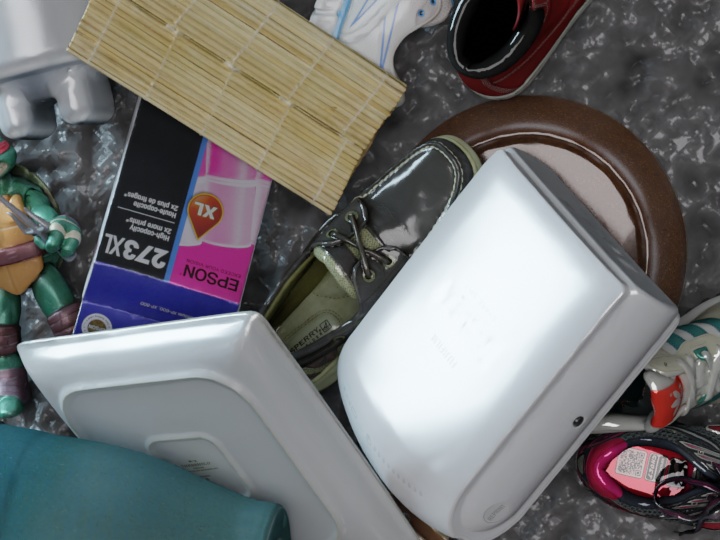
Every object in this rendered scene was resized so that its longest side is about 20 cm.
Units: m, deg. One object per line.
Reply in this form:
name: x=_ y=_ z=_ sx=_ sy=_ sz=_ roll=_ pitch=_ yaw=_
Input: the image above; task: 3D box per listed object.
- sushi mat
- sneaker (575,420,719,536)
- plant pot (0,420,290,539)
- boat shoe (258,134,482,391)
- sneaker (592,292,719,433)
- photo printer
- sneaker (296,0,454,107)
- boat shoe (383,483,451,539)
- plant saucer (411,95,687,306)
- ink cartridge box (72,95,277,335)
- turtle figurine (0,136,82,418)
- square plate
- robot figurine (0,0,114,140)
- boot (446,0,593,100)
sushi mat: x=-0.075 y=-0.125 z=1.588 sx=0.199 sy=0.012 sz=0.096 roll=32 pitch=97 yaw=-15
sneaker: x=0.232 y=0.135 z=1.600 sx=0.199 sy=0.075 sz=0.081 roll=3 pitch=92 yaw=6
plant pot: x=-0.140 y=0.194 z=1.529 sx=0.187 sy=0.200 sz=0.201 roll=4 pitch=92 yaw=7
boat shoe: x=-0.001 y=0.000 z=1.604 sx=0.072 sy=0.066 sz=0.201 roll=49 pitch=113 yaw=21
sneaker: x=0.195 y=0.067 z=1.575 sx=0.199 sy=0.093 sz=0.071 roll=-9 pitch=113 yaw=-5
photo printer: x=0.076 y=0.050 z=1.534 sx=0.200 sy=0.069 sz=0.167 roll=-52 pitch=44 yaw=15
sneaker: x=0.022 y=-0.196 z=1.625 sx=0.086 sy=0.075 sz=0.201 roll=15 pitch=101 yaw=0
boat shoe: x=0.022 y=0.177 z=1.635 sx=0.072 sy=0.076 sz=0.201 roll=-28 pitch=78 yaw=-27
plant saucer: x=0.106 y=-0.010 z=1.632 sx=0.199 sy=0.034 sz=0.202 roll=0 pitch=92 yaw=6
ink cartridge box: x=-0.109 y=-0.034 z=1.605 sx=0.094 sy=0.037 sz=0.201 roll=16 pitch=67 yaw=-7
turtle figurine: x=-0.224 y=-0.012 z=1.636 sx=0.149 sy=0.101 sz=0.201 roll=-9 pitch=107 yaw=32
square plate: x=-0.090 y=0.111 z=1.566 sx=0.199 sy=0.029 sz=0.198 roll=-8 pitch=128 yaw=38
robot figurine: x=-0.210 y=-0.184 z=1.624 sx=0.169 sy=0.113 sz=0.201 roll=-12 pitch=90 yaw=8
boot: x=0.119 y=-0.198 z=1.570 sx=0.072 sy=0.144 sz=0.201 roll=31 pitch=91 yaw=8
